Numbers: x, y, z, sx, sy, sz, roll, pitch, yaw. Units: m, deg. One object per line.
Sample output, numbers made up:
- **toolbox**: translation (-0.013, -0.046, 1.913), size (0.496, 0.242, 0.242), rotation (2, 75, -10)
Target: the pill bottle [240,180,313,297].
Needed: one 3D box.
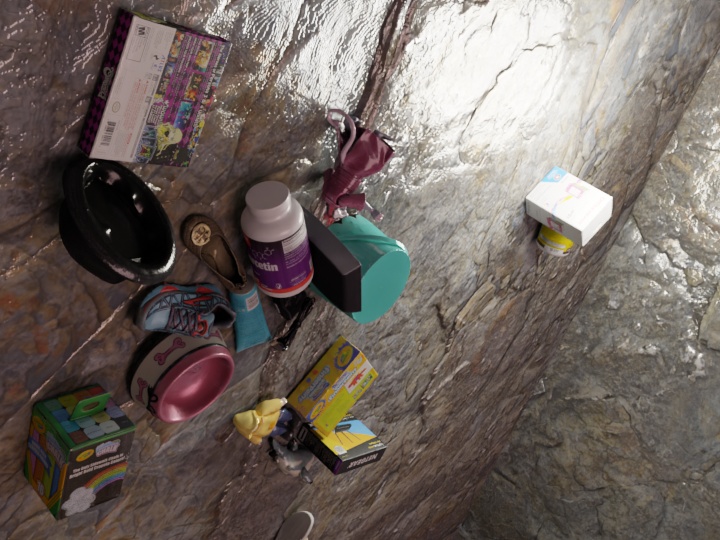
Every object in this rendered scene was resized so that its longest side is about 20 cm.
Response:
- **pill bottle**: translation (-0.149, -0.056, 1.429), size (0.112, 0.112, 0.202), rotation (-37, 141, -27)

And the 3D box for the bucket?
- **bucket**: translation (0.000, 0.000, 1.681), size (0.206, 0.134, 0.209), rotation (-35, 145, -30)

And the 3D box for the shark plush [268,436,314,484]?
- **shark plush**: translation (-0.181, 0.450, 1.988), size (0.200, 0.090, 0.084), rotation (43, 63, -40)

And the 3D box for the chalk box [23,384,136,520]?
- **chalk box**: translation (-0.460, 0.278, 1.323), size (0.124, 0.123, 0.202), rotation (-11, 128, -49)

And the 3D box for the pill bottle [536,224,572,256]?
- **pill bottle**: translation (0.611, -0.151, 2.425), size (0.108, 0.109, 0.202), rotation (-20, 136, -44)

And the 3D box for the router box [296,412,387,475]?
- **router box**: translation (-0.045, 0.436, 2.043), size (0.199, 0.149, 0.052), rotation (0, 122, -55)

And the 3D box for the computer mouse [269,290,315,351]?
- **computer mouse**: translation (-0.158, 0.081, 1.623), size (0.142, 0.046, 0.200), rotation (-61, 162, -14)

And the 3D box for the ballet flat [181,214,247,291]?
- **ballet flat**: translation (-0.245, -0.023, 1.391), size (0.067, 0.046, 0.201), rotation (-43, 143, -14)

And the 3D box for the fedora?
- **fedora**: translation (-0.351, -0.055, 1.119), size (0.091, 0.203, 0.200), rotation (-30, 160, 26)

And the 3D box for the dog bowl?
- **dog bowl**: translation (-0.316, 0.193, 1.465), size (0.199, 0.074, 0.201), rotation (-36, 152, -22)

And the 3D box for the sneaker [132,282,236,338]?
- **sneaker**: translation (-0.292, 0.073, 1.378), size (0.199, 0.095, 0.080), rotation (-10, 129, -51)

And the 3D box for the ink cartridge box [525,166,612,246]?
- **ink cartridge box**: translation (0.588, -0.182, 2.270), size (0.145, 0.199, 0.085), rotation (-45, 149, -15)

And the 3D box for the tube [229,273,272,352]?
- **tube**: translation (-0.216, 0.089, 1.554), size (0.076, 0.051, 0.202), rotation (-16, 141, -12)

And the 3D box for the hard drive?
- **hard drive**: translation (-0.068, -0.017, 1.507), size (0.042, 0.200, 0.136), rotation (-26, 140, -24)

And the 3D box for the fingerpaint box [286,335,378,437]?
- **fingerpaint box**: translation (-0.065, 0.279, 1.932), size (0.201, 0.073, 0.167), rotation (-50, 151, -9)

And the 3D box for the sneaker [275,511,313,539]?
- **sneaker**: translation (-0.176, 0.741, 2.249), size (0.201, 0.074, 0.115), rotation (-52, 153, 16)

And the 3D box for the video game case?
- **video game case**: translation (-0.284, -0.246, 1.127), size (0.180, 0.036, 0.202), rotation (-4, 123, -54)

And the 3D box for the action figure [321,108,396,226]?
- **action figure**: translation (-0.020, -0.173, 1.482), size (0.148, 0.133, 0.202), rotation (17, 104, -58)

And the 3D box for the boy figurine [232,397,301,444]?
- **boy figurine**: translation (-0.209, 0.336, 1.797), size (0.125, 0.064, 0.200), rotation (-55, 153, 6)
